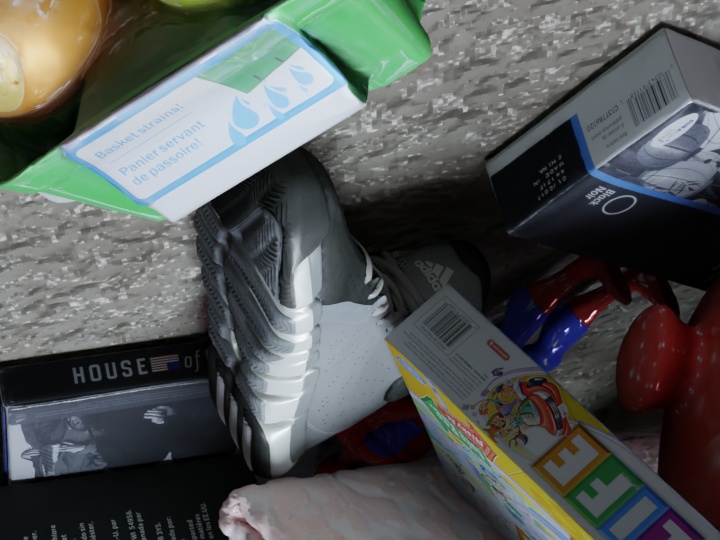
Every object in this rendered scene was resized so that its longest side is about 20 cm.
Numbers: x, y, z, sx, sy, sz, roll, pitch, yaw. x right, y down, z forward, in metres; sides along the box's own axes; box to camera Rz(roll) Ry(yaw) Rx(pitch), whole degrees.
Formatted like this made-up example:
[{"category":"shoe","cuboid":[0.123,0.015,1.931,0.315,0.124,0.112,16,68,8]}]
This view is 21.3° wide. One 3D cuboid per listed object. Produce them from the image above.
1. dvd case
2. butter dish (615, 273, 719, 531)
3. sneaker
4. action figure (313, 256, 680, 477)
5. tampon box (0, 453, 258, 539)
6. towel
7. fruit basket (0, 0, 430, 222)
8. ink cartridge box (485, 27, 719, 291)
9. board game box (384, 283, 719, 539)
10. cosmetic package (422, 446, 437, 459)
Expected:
[{"category":"dvd case","cuboid":[-0.093,0.090,0.900,0.150,0.025,0.200,-8,152,-14]},{"category":"butter dish","cuboid":[0.171,0.054,0.749,0.148,0.200,0.200,19,151,-7]},{"category":"sneaker","cuboid":[0.000,0.000,0.749,0.115,0.075,0.200,-22,154,-18]},{"category":"action figure","cuboid":[0.051,0.055,0.879,0.200,0.052,0.065,-33,155,31]},{"category":"tampon box","cuboid":[-0.142,0.186,0.876,0.199,0.126,0.150,-5,143,-17]},{"category":"towel","cuboid":[0.066,0.144,0.794,0.200,0.191,0.032,0,125,-50]},{"category":"fruit basket","cuboid":[-0.080,-0.092,0.500,0.185,0.094,0.200,-29,146,24]},{"category":"ink cartridge box","cuboid":[0.154,-0.034,0.780,0.200,0.039,0.099,12,142,-42]},{"category":"board game box","cuboid":[0.097,0.107,0.725,0.034,0.200,0.135,-40,147,-10]},{"category":"cosmetic package","cuboid":[0.032,0.149,1.020,0.200,0.071,0.101,-24,152,16]}]
